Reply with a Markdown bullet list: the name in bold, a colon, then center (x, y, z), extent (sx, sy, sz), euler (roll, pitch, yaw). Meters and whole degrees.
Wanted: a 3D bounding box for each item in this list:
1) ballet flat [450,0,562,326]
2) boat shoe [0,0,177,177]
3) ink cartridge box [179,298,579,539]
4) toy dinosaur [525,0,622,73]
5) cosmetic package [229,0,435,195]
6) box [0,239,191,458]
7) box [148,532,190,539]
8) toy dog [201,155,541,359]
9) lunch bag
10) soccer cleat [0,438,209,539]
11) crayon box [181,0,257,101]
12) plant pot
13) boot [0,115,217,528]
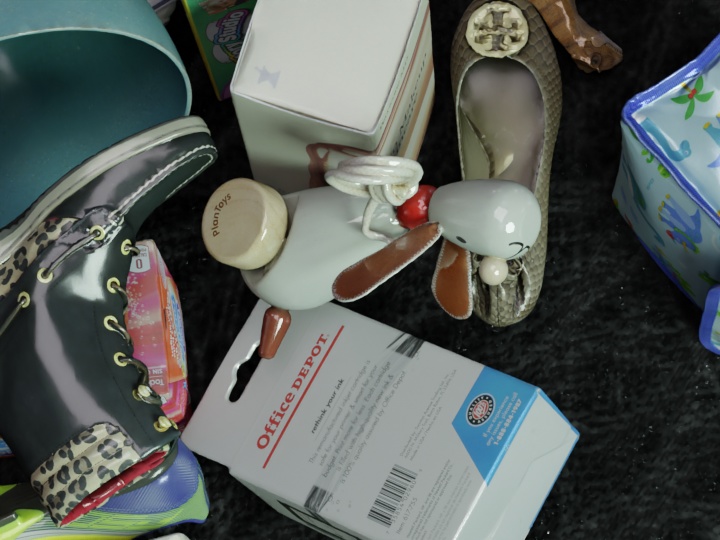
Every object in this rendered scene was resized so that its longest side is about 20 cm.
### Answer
- **ballet flat**: center (0.082, -0.068, 1.673), extent (0.067, 0.046, 0.201), euler (1, 83, 12)
- **boat shoe**: center (-0.176, -0.094, 1.706), extent (0.200, 0.071, 0.070), euler (-42, 92, -7)
- **ink cartridge box**: center (0.008, 0.096, 1.615), extent (0.199, 0.068, 0.116), euler (22, 76, 36)
- **toy dinosaur**: center (0.085, -0.200, 1.714), extent (0.200, 0.060, 0.106), euler (39, 83, 13)
- **cosmetic package**: center (-0.012, -0.101, 1.621), extent (0.087, 0.200, 0.104), euler (18, 77, 8)
- **box**: center (-0.203, 0.052, 1.648), extent (0.199, 0.100, 0.096), euler (-8, 74, 2)
- **box**: center (-0.115, 0.257, 1.597), extent (0.094, 0.078, 0.201), euler (-15, 75, 1)
- **toy dog**: center (0.000, 0.000, 1.567), extent (0.131, 0.200, 0.097), euler (8, 82, -34)
- **lunch bag**: center (0.236, -0.019, 1.595), extent (0.127, 0.170, 0.200), euler (-39, 77, -6)
- **soccer cleat**: center (-0.180, 0.151, 1.639), extent (0.199, 0.084, 0.065), euler (-22, 38, 14)
- **crayon box**: center (-0.093, -0.214, 1.659), extent (0.058, 0.200, 0.173), euler (-18, 74, -1)
- **plant pot**: center (-0.208, -0.128, 1.595), extent (0.199, 0.200, 0.135), euler (-20, 64, -1)
- **boot**: center (-0.132, 0.027, 1.562), extent (0.203, 0.073, 0.154), euler (-36, 77, -1)
